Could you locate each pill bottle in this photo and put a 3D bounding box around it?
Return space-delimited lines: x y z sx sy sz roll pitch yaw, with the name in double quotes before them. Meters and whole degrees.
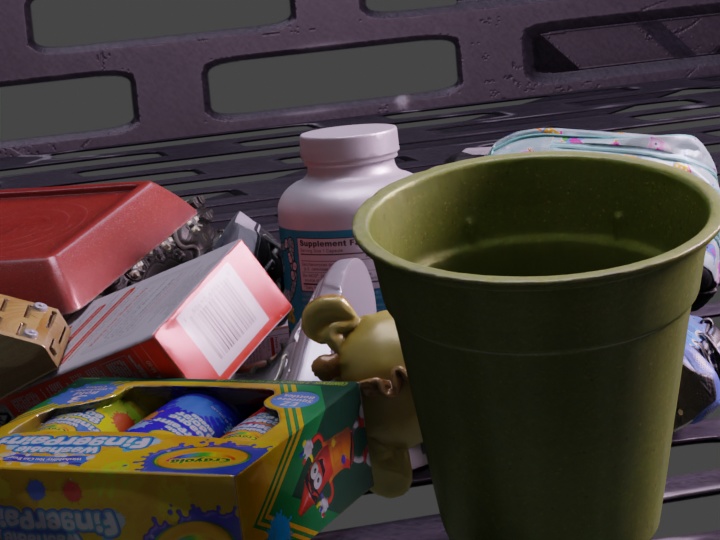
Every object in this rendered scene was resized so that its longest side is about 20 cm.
"pill bottle" 0.000 0.000 1.778 0.110 0.201 0.111 -5 9 1

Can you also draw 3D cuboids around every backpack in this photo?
"backpack" 0.157 -0.031 1.775 0.199 0.127 0.167 2 -12 8

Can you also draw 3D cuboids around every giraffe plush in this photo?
"giraffe plush" 0.058 0.058 1.552 0.162 0.173 0.200 -23 -24 6

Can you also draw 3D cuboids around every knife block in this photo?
"knife block" -0.307 0.090 1.662 0.199 0.176 0.064 14 22 -3

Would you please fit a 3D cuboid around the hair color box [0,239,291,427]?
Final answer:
"hair color box" -0.151 0.058 1.655 0.200 0.064 0.111 -20 22 45

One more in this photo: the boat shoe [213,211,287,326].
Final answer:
"boat shoe" -0.077 0.010 1.835 0.068 0.074 0.199 29 5 -6

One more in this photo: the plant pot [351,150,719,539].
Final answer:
"plant pot" 0.100 0.056 1.376 0.199 0.191 0.200 -3 21 1

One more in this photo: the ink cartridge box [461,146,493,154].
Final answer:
"ink cartridge box" 0.110 -0.014 1.969 0.083 0.146 0.200 -3 10 11

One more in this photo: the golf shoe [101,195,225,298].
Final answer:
"golf shoe" -0.162 0.009 1.923 0.088 0.077 0.200 -31 3 20

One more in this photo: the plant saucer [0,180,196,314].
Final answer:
"plant saucer" -0.249 -0.019 1.825 0.199 0.037 0.200 -3 22 25

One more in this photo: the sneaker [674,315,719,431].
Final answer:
"sneaker" 0.212 0.059 1.691 0.089 0.079 0.200 -9 10 -6

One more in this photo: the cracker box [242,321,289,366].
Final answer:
"cracker box" -0.113 0.062 1.903 0.199 0.058 0.134 -8 10 -21

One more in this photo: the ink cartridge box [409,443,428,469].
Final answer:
"ink cartridge box" 0.057 0.094 1.694 0.094 0.037 0.200 3 15 43

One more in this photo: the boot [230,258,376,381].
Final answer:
"boot" -0.052 0.067 1.628 0.095 0.074 0.200 -8 35 20

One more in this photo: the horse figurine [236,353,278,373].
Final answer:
"horse figurine" -0.105 0.091 1.737 0.132 0.050 0.200 -12 15 -12

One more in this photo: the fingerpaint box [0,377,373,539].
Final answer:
"fingerpaint box" -0.119 0.120 1.478 0.199 0.074 0.167 0 16 26
